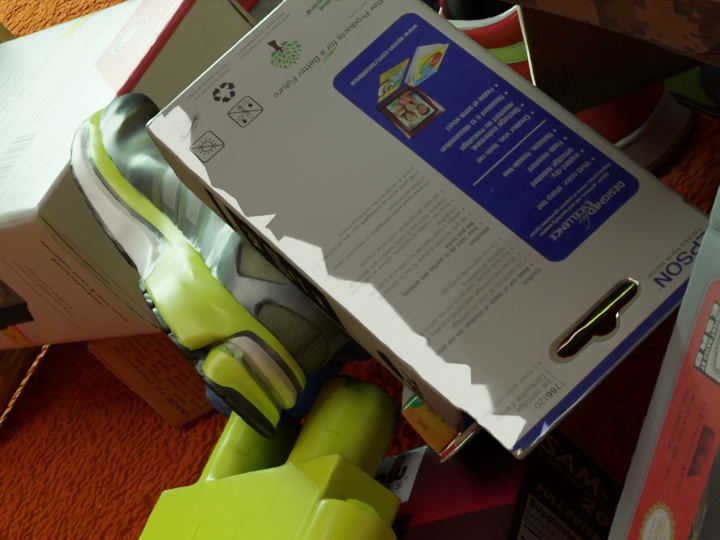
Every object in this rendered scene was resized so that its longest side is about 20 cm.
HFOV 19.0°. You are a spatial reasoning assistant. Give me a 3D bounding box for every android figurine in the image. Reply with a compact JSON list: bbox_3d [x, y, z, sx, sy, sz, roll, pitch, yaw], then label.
[{"bbox_3d":[-0.056,0.128,0.738,0.182,0.041,0.200,-16,40,55],"label":"android figurine"}]

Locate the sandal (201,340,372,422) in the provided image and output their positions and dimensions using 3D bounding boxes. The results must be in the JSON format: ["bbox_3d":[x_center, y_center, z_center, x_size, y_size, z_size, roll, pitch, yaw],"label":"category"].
[{"bbox_3d":[0.000,0.000,0.846,0.200,0.079,0.087,-37,40,34],"label":"sandal"}]

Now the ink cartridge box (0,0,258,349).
[{"bbox_3d":[-0.135,-0.044,1.003,0.200,0.086,0.148,-9,44,54],"label":"ink cartridge box"}]

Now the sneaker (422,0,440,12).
[{"bbox_3d":[-0.029,-0.094,1.066,0.200,0.070,0.078,-40,34,13],"label":"sneaker"}]

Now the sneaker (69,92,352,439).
[{"bbox_3d":[-0.047,-0.016,0.809,0.081,0.074,0.200,-36,40,-2],"label":"sneaker"}]

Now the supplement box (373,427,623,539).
[{"bbox_3d":[0.015,0.151,0.706,0.109,0.061,0.200,-22,36,39],"label":"supplement box"}]

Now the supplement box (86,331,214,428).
[{"bbox_3d":[-0.030,-0.005,0.960,0.200,0.069,0.067,-31,30,33],"label":"supplement box"}]

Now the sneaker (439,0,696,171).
[{"bbox_3d":[0.054,-0.108,0.922,0.071,0.112,0.200,-50,28,-6],"label":"sneaker"}]

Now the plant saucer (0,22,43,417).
[{"bbox_3d":[-0.207,-0.040,1.109,0.048,0.200,0.200,-3,51,47],"label":"plant saucer"}]

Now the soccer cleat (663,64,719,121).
[{"bbox_3d":[0.179,-0.143,0.842,0.084,0.065,0.200,4,58,50],"label":"soccer cleat"}]

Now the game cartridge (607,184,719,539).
[{"bbox_3d":[0.124,0.065,0.590,0.133,0.041,0.201,37,116,56],"label":"game cartridge"}]

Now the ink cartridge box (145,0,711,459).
[{"bbox_3d":[0.025,-0.020,0.700,0.099,0.039,0.200,-41,53,-8],"label":"ink cartridge box"}]

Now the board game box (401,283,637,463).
[{"bbox_3d":[0.056,0.010,0.787,0.096,0.030,0.200,-44,8,7],"label":"board game box"}]

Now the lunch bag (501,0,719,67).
[{"bbox_3d":[0.066,-0.153,0.589,0.118,0.199,0.165,24,-94,-75],"label":"lunch bag"}]

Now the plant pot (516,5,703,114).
[{"bbox_3d":[0.138,-0.164,0.734,0.199,0.187,0.187,-13,35,5],"label":"plant pot"}]

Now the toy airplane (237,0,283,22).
[{"bbox_3d":[-0.006,-0.196,1.095,0.199,0.141,0.200,107,-174,-55],"label":"toy airplane"}]
